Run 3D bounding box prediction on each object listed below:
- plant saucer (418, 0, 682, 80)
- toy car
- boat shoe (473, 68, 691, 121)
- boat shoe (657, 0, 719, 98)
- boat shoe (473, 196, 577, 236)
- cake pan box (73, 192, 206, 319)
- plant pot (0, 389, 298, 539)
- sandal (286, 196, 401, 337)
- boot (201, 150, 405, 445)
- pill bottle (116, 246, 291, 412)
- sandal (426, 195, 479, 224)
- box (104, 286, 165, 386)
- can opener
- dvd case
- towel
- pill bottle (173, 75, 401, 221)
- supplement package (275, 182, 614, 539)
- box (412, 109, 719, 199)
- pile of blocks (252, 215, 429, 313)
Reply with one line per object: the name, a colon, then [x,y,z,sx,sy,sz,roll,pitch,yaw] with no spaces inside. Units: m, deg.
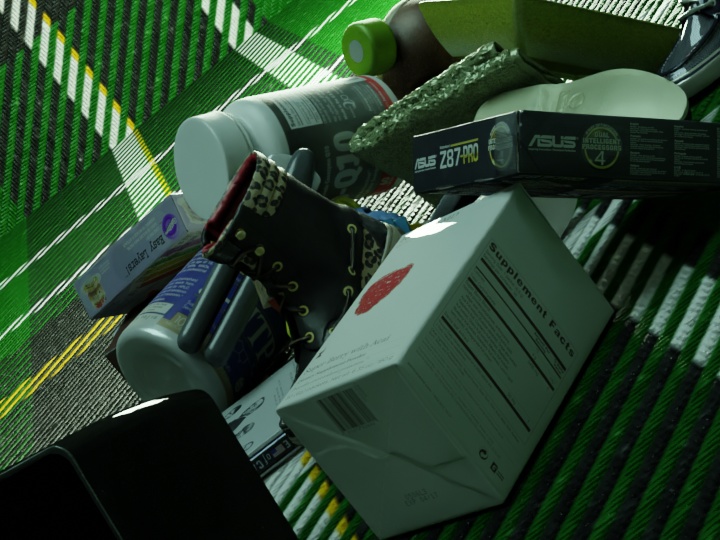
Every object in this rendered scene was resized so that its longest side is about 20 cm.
plant saucer: [0.175,-0.204,1.695,0.199,0.199,0.048,-167,85,-66]
toy car: [0.107,-0.174,1.801,0.164,0.159,0.199,-18,25,-35]
boat shoe: [0.189,-0.117,1.555,0.200,0.063,0.074,-3,52,40]
boat shoe: [0.290,-0.230,1.600,0.074,0.093,0.200,-19,24,51]
boat shoe: [0.091,-0.012,1.502,0.200,0.072,0.068,-51,19,-8]
cake pan box: [-0.172,-0.025,1.963,0.184,0.053,0.200,-12,-21,-49]
plant pot: [-0.161,0.192,1.272,0.199,0.201,0.177,-28,8,36]
sandal: [-0.010,-0.005,1.661,0.086,0.080,0.200,7,33,19]
boot: [-0.057,0.018,1.451,0.073,0.150,0.201,-19,42,57]
pill bottle: [-0.120,0.039,1.730,0.119,0.120,0.200,-19,25,51]
sandal: [0.068,-0.008,1.563,0.201,0.043,0.076,-54,-21,-16]
box: [-0.154,0.040,1.903,0.199,0.075,0.100,-31,17,23]
can opener: [-0.095,-0.016,1.623,0.201,0.053,0.067,-63,-3,-16]
dvd case: [-0.082,0.130,1.560,0.200,0.025,0.150,-37,15,3]
towel: [0.101,-0.124,1.669,0.199,0.148,0.037,-27,49,35]
pill bottle: [-0.063,-0.110,1.740,0.199,0.115,0.114,-15,0,-33]
supplement package: [0.059,0.058,1.252,0.121,0.120,0.200,-24,20,42]
box: [0.158,-0.078,1.337,0.199,0.050,0.161,1,-1,-24]
pile of blocks: [0.000,0.000,1.567,0.199,0.063,0.082,-13,-16,-35]
